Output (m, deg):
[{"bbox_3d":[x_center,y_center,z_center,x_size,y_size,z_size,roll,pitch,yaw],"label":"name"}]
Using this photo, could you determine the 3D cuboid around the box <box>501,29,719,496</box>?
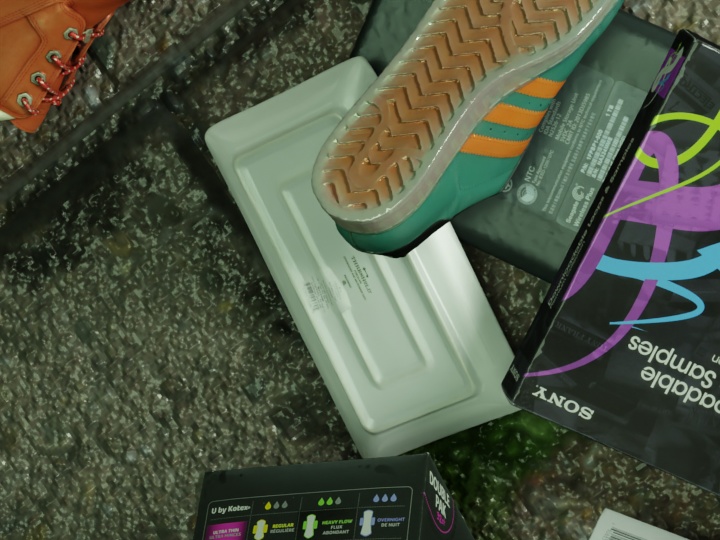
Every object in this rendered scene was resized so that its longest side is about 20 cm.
[{"bbox_3d":[0.176,0.003,1.072,0.143,0.036,0.200,24,103,-9],"label":"box"}]

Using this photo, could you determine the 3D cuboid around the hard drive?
[{"bbox_3d":[0.087,-0.075,1.119,0.200,0.033,0.140,26,102,13],"label":"hard drive"}]

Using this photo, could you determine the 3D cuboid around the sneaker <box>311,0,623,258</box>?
[{"bbox_3d":[0.059,-0.088,1.080,0.200,0.080,0.071,-45,65,-4],"label":"sneaker"}]

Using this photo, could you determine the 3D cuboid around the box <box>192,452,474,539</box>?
[{"bbox_3d":[-0.012,0.212,1.068,0.124,0.149,0.200,-7,49,17],"label":"box"}]

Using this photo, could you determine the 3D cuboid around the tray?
[{"bbox_3d":[0.000,0.000,1.135,0.107,0.022,0.200,-23,97,28],"label":"tray"}]

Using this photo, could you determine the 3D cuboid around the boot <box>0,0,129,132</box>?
[{"bbox_3d":[-0.161,-0.132,1.176,0.200,0.075,0.107,-10,95,26],"label":"boot"}]

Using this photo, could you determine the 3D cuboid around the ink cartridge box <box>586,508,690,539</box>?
[{"bbox_3d":[0.165,0.247,1.079,0.175,0.084,0.200,20,111,14],"label":"ink cartridge box"}]
